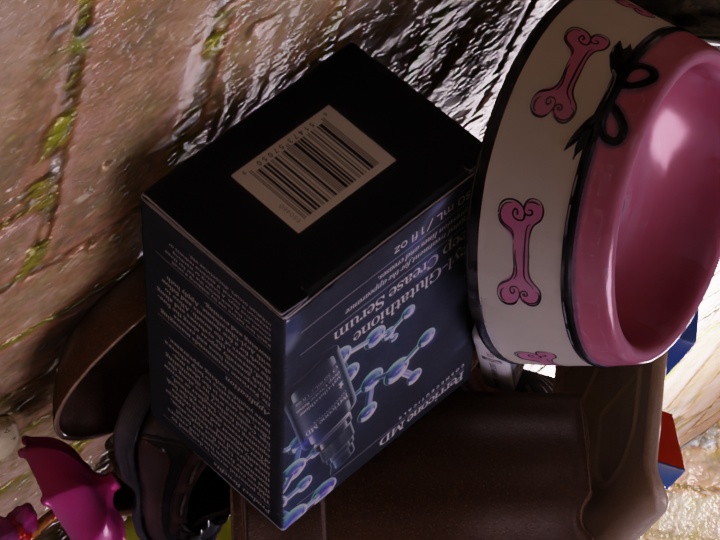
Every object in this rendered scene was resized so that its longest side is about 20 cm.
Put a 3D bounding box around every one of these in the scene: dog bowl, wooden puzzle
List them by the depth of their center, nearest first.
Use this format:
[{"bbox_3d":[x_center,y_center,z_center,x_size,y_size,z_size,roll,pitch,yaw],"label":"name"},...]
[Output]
[{"bbox_3d":[0.131,-0.040,1.350,0.200,0.074,0.200,-38,137,-49],"label":"dog bowl"},{"bbox_3d":[0.159,0.089,1.616,0.046,0.200,0.185,12,148,-13],"label":"wooden puzzle"}]

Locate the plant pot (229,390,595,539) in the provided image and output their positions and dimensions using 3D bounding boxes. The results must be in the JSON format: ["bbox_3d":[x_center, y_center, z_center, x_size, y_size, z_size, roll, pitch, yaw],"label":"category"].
[{"bbox_3d":[0.032,0.148,1.503,0.198,0.200,0.200,-4,165,2],"label":"plant pot"}]

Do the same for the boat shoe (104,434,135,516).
[{"bbox_3d":[-0.119,0.114,1.666,0.072,0.072,0.200,-29,164,-24],"label":"boat shoe"}]

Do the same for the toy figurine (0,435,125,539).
[{"bbox_3d":[-0.217,0.175,1.510,0.200,0.150,0.184,-11,145,-47],"label":"toy figurine"}]

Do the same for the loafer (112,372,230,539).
[{"bbox_3d":[-0.096,0.124,1.539,0.200,0.063,0.072,76,37,-64],"label":"loafer"}]

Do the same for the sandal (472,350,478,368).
[{"bbox_3d":[0.034,0.053,1.605,0.200,0.054,0.080,-34,180,1],"label":"sandal"}]

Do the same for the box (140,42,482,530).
[{"bbox_3d":[-0.023,0.011,1.365,0.148,0.107,0.200,-38,154,-25],"label":"box"}]

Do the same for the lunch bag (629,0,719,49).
[{"bbox_3d":[0.237,-0.166,1.526,0.200,0.118,0.164,-27,166,9],"label":"lunch bag"}]

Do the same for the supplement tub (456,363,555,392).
[{"bbox_3d":[0.069,0.107,1.727,0.107,0.107,0.200,-41,152,18],"label":"supplement tub"}]

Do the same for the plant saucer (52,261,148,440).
[{"bbox_3d":[-0.098,0.022,1.492,0.200,0.037,0.200,-34,167,-9],"label":"plant saucer"}]

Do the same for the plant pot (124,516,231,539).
[{"bbox_3d":[-0.109,0.247,1.832,0.181,0.199,0.200,-50,175,23],"label":"plant pot"}]

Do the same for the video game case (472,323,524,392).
[{"bbox_3d":[0.106,-0.039,1.468,0.182,0.023,0.200,65,44,-79],"label":"video game case"}]

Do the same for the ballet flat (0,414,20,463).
[{"bbox_3d":[-0.264,0.149,1.448,0.200,0.057,0.066,-39,166,-14],"label":"ballet flat"}]
